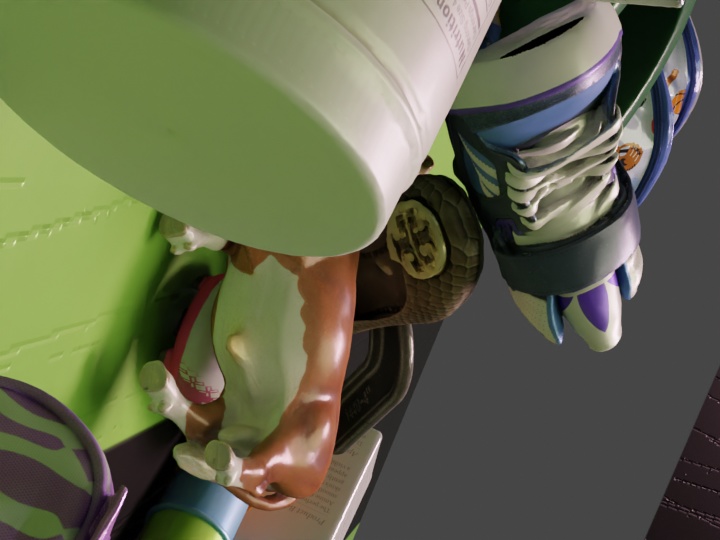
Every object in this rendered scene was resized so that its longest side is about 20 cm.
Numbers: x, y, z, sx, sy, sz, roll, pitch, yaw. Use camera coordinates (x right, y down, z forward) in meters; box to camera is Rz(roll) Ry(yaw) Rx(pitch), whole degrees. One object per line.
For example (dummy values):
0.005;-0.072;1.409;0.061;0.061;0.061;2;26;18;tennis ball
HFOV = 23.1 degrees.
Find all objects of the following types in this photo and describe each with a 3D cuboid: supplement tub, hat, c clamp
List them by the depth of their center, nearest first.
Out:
-0.010;-0.120;0.493;0.132;0.131;0.201;93;22;-69;supplement tub
0.073;-0.155;0.949;0.200;0.176;0.166;-49;161;-19;hat
-0.014;0.007;0.981;0.027;0.172;0.200;-12;157;-25;c clamp

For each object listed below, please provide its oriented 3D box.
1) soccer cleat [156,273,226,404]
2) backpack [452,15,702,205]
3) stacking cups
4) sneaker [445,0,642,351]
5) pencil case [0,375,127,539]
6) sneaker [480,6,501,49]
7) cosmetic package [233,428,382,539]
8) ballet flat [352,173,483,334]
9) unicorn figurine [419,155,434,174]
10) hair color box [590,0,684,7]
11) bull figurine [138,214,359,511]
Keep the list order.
-0.051;0.058;0.913;0.200;0.086;0.070;90;25;-71;soccer cleat
0.119;-0.118;1.088;0.200;0.153;0.192;111;-30;-65;backpack
-0.086;0.136;0.994;0.061;0.060;0.200;105;11;-48;stacking cups
0.092;-0.034;0.759;0.080;0.147;0.200;-26;-175;-4;sneaker
-0.119;0.110;0.590;0.200;0.085;0.084;98;18;-61;pencil case
0.030;-0.125;0.914;0.075;0.090;0.200;-67;171;9;sneaker
-0.070;0.173;1.069;0.074;0.101;0.201;99;16;-61;cosmetic package
0.000;0.000;0.867;0.200;0.046;0.068;-21;-98;63;ballet flat
0.003;-0.020;1.174;0.200;0.074;0.138;-35;160;-49;unicorn figurine
0.058;-0.187;0.611;0.061;0.100;0.200;-62;146;-30;hair color box
-0.041;0.009;0.795;0.121;0.065;0.201;8;82;-60;bull figurine
